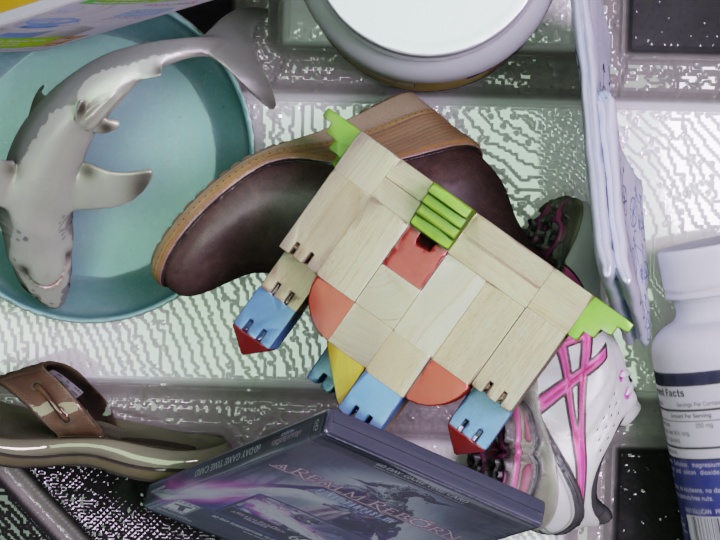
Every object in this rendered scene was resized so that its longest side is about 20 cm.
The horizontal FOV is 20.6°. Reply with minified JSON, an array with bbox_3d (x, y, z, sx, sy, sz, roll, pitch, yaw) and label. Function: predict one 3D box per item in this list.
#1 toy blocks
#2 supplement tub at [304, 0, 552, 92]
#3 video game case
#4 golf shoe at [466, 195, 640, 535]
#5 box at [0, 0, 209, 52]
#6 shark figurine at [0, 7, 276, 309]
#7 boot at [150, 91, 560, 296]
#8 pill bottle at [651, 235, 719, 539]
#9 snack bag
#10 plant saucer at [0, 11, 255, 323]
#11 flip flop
[{"bbox_3d":[0.024,0.026,1.058,0.200,0.100,0.137,35,93,7],"label":"toy blocks"},{"bbox_3d":[0.037,-0.174,1.101,0.145,0.200,0.145,0,93,2],"label":"supplement tub"},{"bbox_3d":[-0.014,0.131,1.109,0.143,0.200,0.019,26,62,-25],"label":"video game case"},{"bbox_3d":[0.122,0.057,1.180,0.092,0.073,0.200,8,94,-17],"label":"golf shoe"},{"bbox_3d":[-0.151,-0.186,1.070,0.200,0.112,0.101,-10,90,37],"label":"box"},{"bbox_3d":[-0.156,-0.093,1.141,0.214,0.090,0.128,-45,124,11],"label":"shark figurine"},{"bbox_3d":[0.000,0.000,1.121,0.200,0.072,0.166,-31,66,-10],"label":"boot"},{"bbox_3d":[0.230,0.079,1.152,0.111,0.111,0.200,-10,93,2],"label":"pill bottle"},{"bbox_3d":[0.139,-0.069,1.097,0.021,0.189,0.200,-7,75,11],"label":"snack bag"},{"bbox_3d":[-0.161,-0.069,1.194,0.200,0.036,0.200,0,92,2],"label":"plant saucer"},{"bbox_3d":[-0.173,0.085,1.179,0.200,0.081,0.058,10,102,-3],"label":"flip flop"}]
